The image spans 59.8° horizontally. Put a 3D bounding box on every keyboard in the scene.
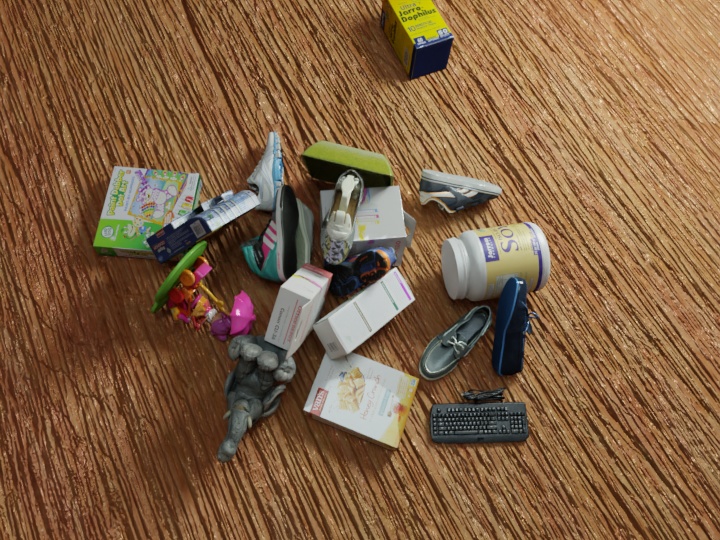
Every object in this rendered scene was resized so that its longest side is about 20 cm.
[{"bbox_3d":[0.233,0.280,1.225,0.194,0.040,0.107,-1,66,-5],"label":"keyboard"}]

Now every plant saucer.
[{"bbox_3d":[-0.019,-0.223,1.350,0.194,0.200,0.049,14,85,3],"label":"plant saucer"}]

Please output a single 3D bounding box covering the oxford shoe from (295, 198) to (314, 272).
[{"bbox_3d":[-0.126,-0.059,1.349,0.057,0.074,0.205,18,56,-46],"label":"oxford shoe"}]

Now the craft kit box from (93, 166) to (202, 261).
[{"bbox_3d":[-0.460,-0.126,1.368,0.191,0.049,0.205,3,65,1],"label":"craft kit box"}]

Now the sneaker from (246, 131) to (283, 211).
[{"bbox_3d":[-0.215,-0.225,1.414,0.084,0.075,0.205,-4,65,1],"label":"sneaker"}]

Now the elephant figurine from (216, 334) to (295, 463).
[{"bbox_3d":[-0.209,0.231,1.181,0.140,0.153,0.205,29,105,42],"label":"elephant figurine"}]

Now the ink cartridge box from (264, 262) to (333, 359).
[{"bbox_3d":[-0.121,0.074,1.198,0.066,0.200,0.119,21,109,6],"label":"ink cartridge box"}]

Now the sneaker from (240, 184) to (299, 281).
[{"bbox_3d":[-0.194,-0.074,1.318,0.118,0.083,0.206,-5,76,24],"label":"sneaker"}]

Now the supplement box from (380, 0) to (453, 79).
[{"bbox_3d":[0.139,-0.610,1.590,0.106,0.110,0.203,-20,67,-13],"label":"supplement box"}]

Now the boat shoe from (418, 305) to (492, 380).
[{"bbox_3d":[0.195,0.141,1.274,0.199,0.062,0.073,-38,73,-19],"label":"boat shoe"}]

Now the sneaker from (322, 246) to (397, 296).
[{"bbox_3d":[0.000,0.000,1.280,0.078,0.197,0.077,-25,98,-47],"label":"sneaker"}]

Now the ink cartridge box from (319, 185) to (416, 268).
[{"bbox_3d":[0.014,-0.089,1.333,0.194,0.129,0.128,-4,65,-6],"label":"ink cartridge box"}]

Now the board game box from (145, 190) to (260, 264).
[{"bbox_3d":[-0.306,-0.109,1.284,0.063,0.197,0.200,59,40,-10],"label":"board game box"}]

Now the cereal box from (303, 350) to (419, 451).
[{"bbox_3d":[0.002,0.247,1.226,0.195,0.040,0.147,20,64,5],"label":"cereal box"}]

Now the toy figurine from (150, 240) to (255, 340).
[{"bbox_3d":[-0.299,0.075,1.242,0.183,0.200,0.151,40,33,-5],"label":"toy figurine"}]

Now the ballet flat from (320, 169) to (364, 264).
[{"bbox_3d":[-0.037,-0.114,1.233,0.070,0.072,0.205,12,66,2],"label":"ballet flat"}]

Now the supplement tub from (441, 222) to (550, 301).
[{"bbox_3d":[0.278,-0.016,1.305,0.194,0.146,0.149,-8,65,-8],"label":"supplement tub"}]

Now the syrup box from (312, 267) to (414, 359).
[{"bbox_3d":[0.009,0.084,1.245,0.198,0.078,0.083,-34,93,-32],"label":"syrup box"}]

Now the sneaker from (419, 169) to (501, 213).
[{"bbox_3d":[0.221,-0.172,1.416,0.194,0.079,0.082,8,107,-14],"label":"sneaker"}]

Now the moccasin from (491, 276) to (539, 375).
[{"bbox_3d":[0.310,0.110,1.255,0.066,0.205,0.081,3,21,-8],"label":"moccasin"}]
